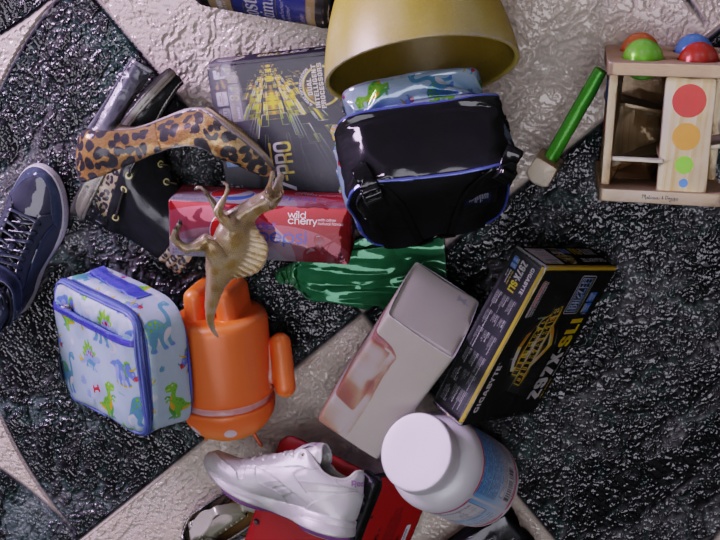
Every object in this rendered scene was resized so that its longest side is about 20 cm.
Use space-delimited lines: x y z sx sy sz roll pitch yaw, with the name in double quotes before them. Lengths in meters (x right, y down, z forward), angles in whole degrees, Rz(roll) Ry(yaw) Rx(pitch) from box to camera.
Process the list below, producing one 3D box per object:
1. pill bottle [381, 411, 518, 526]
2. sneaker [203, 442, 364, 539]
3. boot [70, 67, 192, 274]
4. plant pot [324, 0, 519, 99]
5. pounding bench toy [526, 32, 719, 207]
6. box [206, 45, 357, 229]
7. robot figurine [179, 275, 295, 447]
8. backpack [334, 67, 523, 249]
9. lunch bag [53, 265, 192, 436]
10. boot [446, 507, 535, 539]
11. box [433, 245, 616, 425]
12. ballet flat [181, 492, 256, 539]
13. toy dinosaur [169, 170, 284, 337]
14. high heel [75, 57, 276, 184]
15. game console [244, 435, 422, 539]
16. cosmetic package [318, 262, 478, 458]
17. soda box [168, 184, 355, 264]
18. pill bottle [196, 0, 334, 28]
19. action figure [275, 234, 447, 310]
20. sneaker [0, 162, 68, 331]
"pill bottle" 0.098 0.219 1.367 0.107 0.200 0.110 -8 69 22
"sneaker" -0.084 0.233 1.407 0.198 0.075 0.101 18 89 17
"boot" -0.218 -0.109 1.395 0.153 0.074 0.204 34 106 -10
"plant pot" 0.054 -0.268 1.248 0.197 0.200 0.144 -9 79 12
"pounding bench toy" 0.273 -0.162 1.262 0.197 0.124 0.158 3 108 9
"box" -0.075 -0.142 1.368 0.159 0.049 0.203 -3 109 12
"robot figurine" -0.156 0.110 1.427 0.142 0.116 0.203 -11 109 -20
"backpack" 0.068 -0.114 1.268 0.180 0.200 0.149 -10 71 3
"lunch bag" -0.276 0.087 1.411 0.199 0.082 0.163 21 119 45
"boot" 0.138 0.393 1.503 0.199 0.066 0.165 -36 119 5
"box" 0.180 0.069 1.337 0.049 0.159 0.202 38 112 30
"ballet flat" -0.144 0.290 1.502 0.199 0.072 0.072 -37 99 19
"toy dinosaur" -0.149 -0.020 1.282 0.100 0.058 0.202 26 109 -5
"high heel" -0.201 -0.115 1.317 0.199 0.071 0.144 32 94 0
"game console" -0.028 0.302 1.488 0.118 0.171 0.202 37 116 38
"cosmetic package" 0.040 0.102 1.365 0.087 0.104 0.201 32 131 0
"soda box" -0.105 -0.051 1.336 0.197 0.070 0.064 3 108 4
"pill bottle" -0.115 -0.324 1.282 0.197 0.112 0.113 11 109 6
"action figure" 0.000 0.000 1.398 0.197 0.055 0.120 -2 109 6
"sneaker" -0.406 -0.016 1.415 0.076 0.146 0.204 22 109 3
